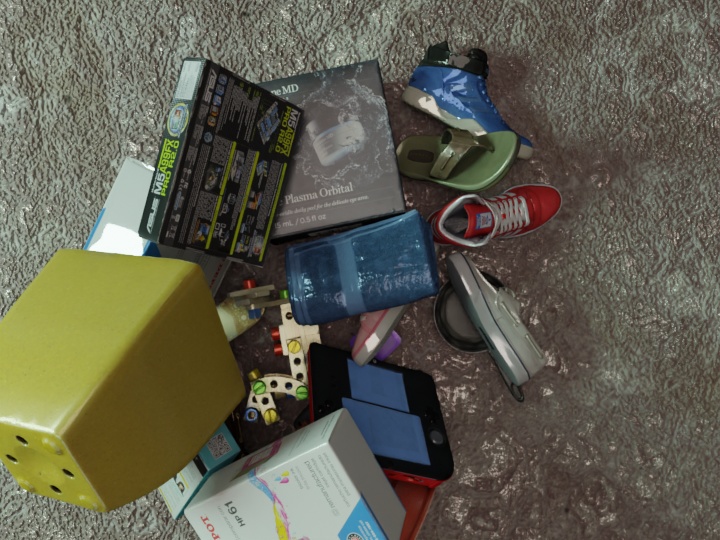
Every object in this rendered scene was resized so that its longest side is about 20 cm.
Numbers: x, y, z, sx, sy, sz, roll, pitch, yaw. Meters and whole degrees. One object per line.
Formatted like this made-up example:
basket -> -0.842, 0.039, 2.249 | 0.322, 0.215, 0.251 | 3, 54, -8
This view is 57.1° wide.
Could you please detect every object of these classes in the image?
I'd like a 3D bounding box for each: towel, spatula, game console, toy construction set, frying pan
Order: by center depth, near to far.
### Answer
towel -> 0.000, 0.000, 0.849 | 0.196, 0.049, 0.114 | -14, 71, 13
game console -> 0.024, 0.182, 0.851 | 0.197, 0.179, 0.031 | 19, 130, -22
toy construction set -> -0.115, 0.104, 0.910 | 0.128, 0.092, 0.204 | -10, 102, -5
frying pan -> 0.187, 0.081, 0.935 | 0.189, 0.031, 0.116 | 39, 91, -3
spatula -> -0.026, 0.152, 0.942 | 0.056, 0.021, 0.200 | 43, 91, -2

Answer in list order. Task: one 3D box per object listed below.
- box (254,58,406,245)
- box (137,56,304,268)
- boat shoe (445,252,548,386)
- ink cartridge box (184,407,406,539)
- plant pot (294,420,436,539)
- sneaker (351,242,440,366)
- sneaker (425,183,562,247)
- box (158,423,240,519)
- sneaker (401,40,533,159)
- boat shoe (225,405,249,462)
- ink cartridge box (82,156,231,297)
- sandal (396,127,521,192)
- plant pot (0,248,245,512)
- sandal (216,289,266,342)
box -> -0.051, -0.153, 0.894 | 0.193, 0.117, 0.204 | -11, 89, 1
box -> -0.155, -0.116, 0.763 | 0.044, 0.159, 0.204 | 16, 92, 38
boat shoe -> 0.186, 0.055, 0.889 | 0.065, 0.072, 0.202 | -32, 91, -5
ink cartridge box -> -0.071, 0.267, 0.732 | 0.198, 0.085, 0.146 | -29, 97, 18
plant pot -> -0.030, 0.313, 0.868 | 0.193, 0.201, 0.203 | 29, 91, 8
sneaker -> 0.019, 0.025, 0.904 | 0.104, 0.076, 0.202 | 30, 74, 8
sneaker -> 0.187, -0.075, 0.893 | 0.196, 0.112, 0.073 | -15, 91, 0
box -> -0.221, 0.247, 0.859 | 0.049, 0.201, 0.083 | -24, 70, -39
sneaker -> 0.165, -0.240, 0.910 | 0.198, 0.077, 0.113 | 29, 100, 7
boat shoe -> -0.179, 0.270, 0.915 | 0.070, 0.070, 0.204 | 11, 115, 42
ink cartridge box -> -0.243, -0.038, 0.848 | 0.085, 0.200, 0.148 | 26, 90, 15
sandal -> 0.116, -0.151, 0.868 | 0.199, 0.057, 0.081 | 8, 75, 41
plant pot -> -0.266, 0.121, 0.680 | 0.192, 0.201, 0.197 | 6, 129, 22
sandal -> -0.221, 0.102, 0.919 | 0.211, 0.070, 0.078 | -42, 90, 1
